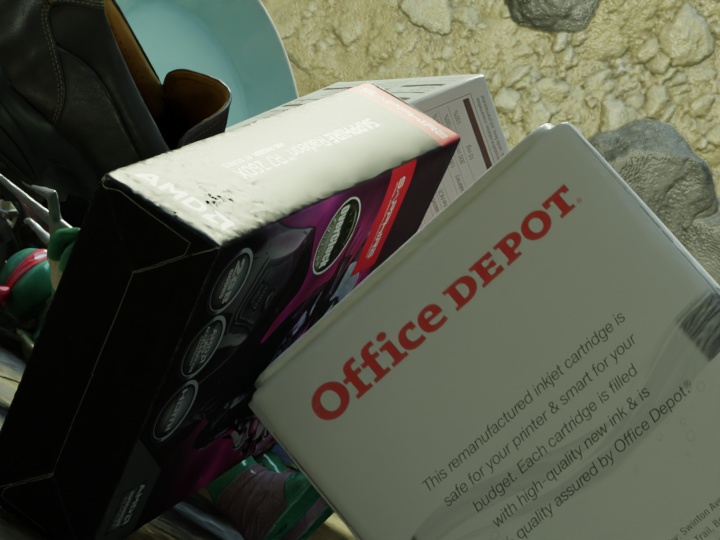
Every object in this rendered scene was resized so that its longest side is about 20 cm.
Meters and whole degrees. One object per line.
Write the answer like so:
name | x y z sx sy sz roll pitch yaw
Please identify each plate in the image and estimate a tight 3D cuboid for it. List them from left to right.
plate | -0.094 -0.077 1.115 0.026 0.201 0.200 -9 -21 32

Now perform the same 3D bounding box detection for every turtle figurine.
turtle figurine | -0.090 0.034 0.893 0.200 0.101 0.150 45 20 11

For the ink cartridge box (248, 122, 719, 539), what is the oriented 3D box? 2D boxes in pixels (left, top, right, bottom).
ink cartridge box | 0.083 0.071 0.715 0.200 0.146 0.083 50 5 9

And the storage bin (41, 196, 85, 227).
storage bin | -0.184 -0.093 1.199 0.135 0.200 0.094 27 24 -52

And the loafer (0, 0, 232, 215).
loafer | -0.077 -0.045 0.807 0.200 0.072 0.073 43 18 -46

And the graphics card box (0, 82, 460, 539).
graphics card box | -0.043 0.010 0.737 0.051 0.126 0.200 32 23 16

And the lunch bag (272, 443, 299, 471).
lunch bag | -0.072 0.047 1.214 0.200 0.083 0.161 29 2 13

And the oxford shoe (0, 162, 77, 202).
oxford shoe | -0.203 -0.078 0.899 0.199 0.085 0.073 -3 27 -38

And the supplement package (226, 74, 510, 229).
supplement package | 0.000 0.000 0.993 0.156 0.111 0.200 70 -16 -10

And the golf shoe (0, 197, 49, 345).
golf shoe | -0.181 0.001 1.076 0.200 0.077 0.088 37 -7 -3

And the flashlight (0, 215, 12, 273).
flashlight | -0.251 -0.037 0.963 0.200 0.068 0.068 29 16 24
